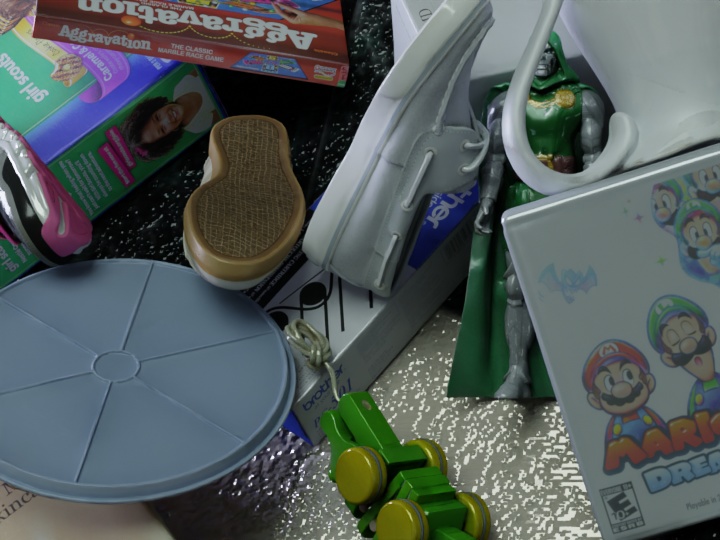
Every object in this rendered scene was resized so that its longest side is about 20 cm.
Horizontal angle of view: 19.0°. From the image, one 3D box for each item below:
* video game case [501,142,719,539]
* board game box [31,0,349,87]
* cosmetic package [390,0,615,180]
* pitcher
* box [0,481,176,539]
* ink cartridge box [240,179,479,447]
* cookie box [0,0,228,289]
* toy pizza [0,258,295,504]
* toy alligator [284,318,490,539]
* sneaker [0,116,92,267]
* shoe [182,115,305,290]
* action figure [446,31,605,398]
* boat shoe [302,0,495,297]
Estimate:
[{"bbox_3d":[0.191,0.028,1.082,0.198,0.184,0.024,-17,10,10],"label":"video game case"},{"bbox_3d":[-0.108,-0.163,1.376,0.198,0.020,0.103,8,33,-10],"label":"board game box"},{"bbox_3d":[0.125,-0.130,1.256,0.198,0.085,0.108,-14,47,-11],"label":"cosmetic package"},{"bbox_3d":[0.139,-0.142,1.127,0.170,0.121,0.202,-9,85,-26],"label":"pitcher"},{"bbox_3d":[-0.164,0.142,1.195,0.095,0.078,0.200,-37,48,-9],"label":"box"},{"bbox_3d":[0.000,0.000,1.263,0.094,0.044,0.200,29,68,36],"label":"ink cartridge box"},{"bbox_3d":[-0.217,-0.104,1.421,0.200,0.075,0.171,-39,50,-9],"label":"cookie box"},{"bbox_3d":[-0.135,0.064,1.185,0.198,0.032,0.201,2,38,-2],"label":"toy pizza"},{"bbox_3d":[0.008,0.111,1.157,0.200,0.059,0.055,50,124,33],"label":"toy alligator"},{"bbox_3d":[-0.230,-0.043,1.282,0.087,0.074,0.200,-41,42,-8],"label":"sneaker"},{"bbox_3d":[-0.067,-0.031,1.266,0.069,0.054,0.200,5,26,-1],"label":"shoe"},{"bbox_3d":[0.100,-0.031,1.170,0.117,0.055,0.202,-2,88,10],"label":"action figure"},{"bbox_3d":[0.033,-0.066,1.160,0.068,0.201,0.072,32,31,4],"label":"boat shoe"}]
